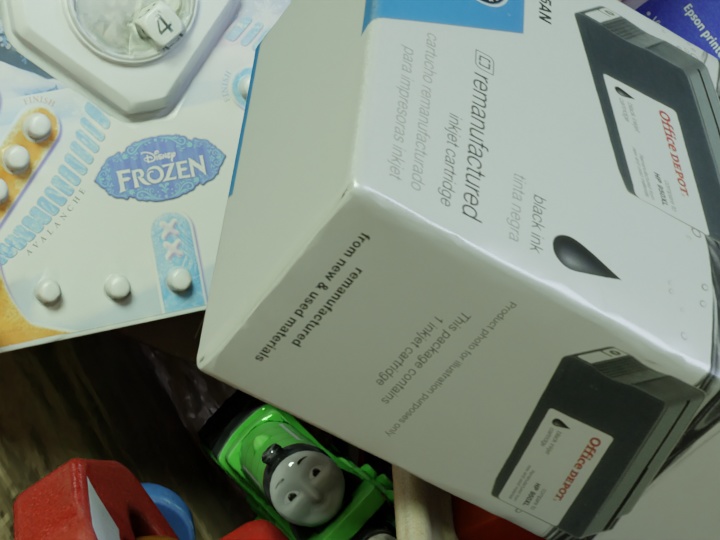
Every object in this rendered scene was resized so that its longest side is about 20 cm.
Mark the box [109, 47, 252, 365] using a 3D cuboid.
[{"bbox_3d":[0.000,0.000,0.802,0.200,0.100,0.075,22,3,-13],"label":"box"}]

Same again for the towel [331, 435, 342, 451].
[{"bbox_3d":[0.034,-0.021,0.996,0.022,0.146,0.200,116,-39,-64],"label":"towel"}]

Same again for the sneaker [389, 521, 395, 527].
[{"bbox_3d":[0.047,0.148,0.863,0.084,0.121,0.200,27,-2,32],"label":"sneaker"}]

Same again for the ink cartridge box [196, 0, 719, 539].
[{"bbox_3d":[0.066,-0.002,0.673,0.200,0.084,0.145,27,39,-18],"label":"ink cartridge box"}]

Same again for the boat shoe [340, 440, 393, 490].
[{"bbox_3d":[0.028,0.035,0.924,0.071,0.062,0.200,104,-4,-61],"label":"boat shoe"}]

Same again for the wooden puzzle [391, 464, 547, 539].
[{"bbox_3d":[0.066,0.126,0.696,0.185,0.046,0.200,56,24,-36],"label":"wooden puzzle"}]

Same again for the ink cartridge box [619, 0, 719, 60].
[{"bbox_3d":[0.143,-0.010,0.865,0.198,0.200,0.047,55,9,4],"label":"ink cartridge box"}]

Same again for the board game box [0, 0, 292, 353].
[{"bbox_3d":[-0.070,-0.084,0.718,0.026,0.200,0.200,-174,-107,-71],"label":"board game box"}]

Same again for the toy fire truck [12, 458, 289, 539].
[{"bbox_3d":[-0.044,0.139,0.717,0.200,0.112,0.168,57,1,-19],"label":"toy fire truck"}]

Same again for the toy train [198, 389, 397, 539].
[{"bbox_3d":[-0.020,0.070,0.779,0.056,0.042,0.200,46,-6,-8],"label":"toy train"}]
